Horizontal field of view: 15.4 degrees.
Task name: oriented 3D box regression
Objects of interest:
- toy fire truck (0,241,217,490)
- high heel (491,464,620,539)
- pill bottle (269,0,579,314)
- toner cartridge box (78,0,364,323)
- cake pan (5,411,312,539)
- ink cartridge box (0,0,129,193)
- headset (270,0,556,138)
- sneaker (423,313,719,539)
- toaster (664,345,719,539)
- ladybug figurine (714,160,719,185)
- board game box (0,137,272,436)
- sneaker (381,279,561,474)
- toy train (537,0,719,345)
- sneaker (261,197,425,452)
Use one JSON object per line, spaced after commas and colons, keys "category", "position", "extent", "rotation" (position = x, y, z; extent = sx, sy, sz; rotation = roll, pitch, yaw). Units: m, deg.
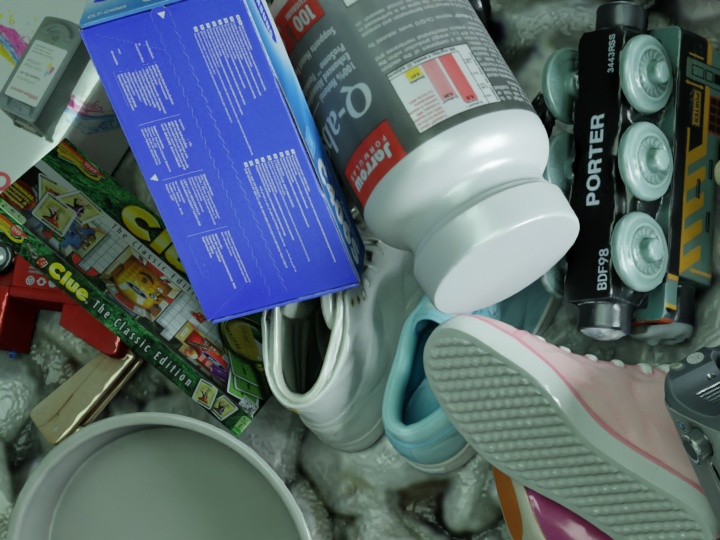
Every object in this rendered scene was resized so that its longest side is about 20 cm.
{"category": "toy fire truck", "position": [-0.165, 0.062, 1.665], "extent": [0.200, 0.049, 0.141], "rotation": [6, 79, 20]}
{"category": "high heel", "position": [0.146, 0.157, 1.540], "extent": [0.096, 0.067, 0.200], "rotation": [-18, 57, -13]}
{"category": "pill bottle", "position": [0.036, -0.084, 1.512], "extent": [0.116, 0.116, 0.200], "rotation": [-33, 67, 7]}
{"category": "toner cartridge box", "position": [-0.074, -0.072, 1.479], "extent": [0.095, 0.200, 0.043], "rotation": [-15, 30, 12]}
{"category": "cake pan", "position": [-0.115, 0.181, 1.591], "extent": [0.200, 0.037, 0.201], "rotation": [2, 97, 16]}
{"category": "ink cartridge box", "position": [-0.208, -0.135, 1.713], "extent": [0.147, 0.086, 0.200], "rotation": [30, 85, 22]}
{"category": "headset", "position": [0.036, -0.141, 1.620], "extent": [0.200, 0.094, 0.124], "rotation": [40, 77, 6]}
{"category": "sneaker", "position": [0.133, 0.079, 1.524], "extent": [0.200, 0.105, 0.075], "rotation": [36, 134, 2]}
{"category": "toaster", "position": [0.269, 0.085, 1.449], "extent": [0.200, 0.129, 0.114], "rotation": [-26, 22, -19]}
{"category": "ladybug figurine", "position": [0.304, -0.052, 1.529], "extent": [0.200, 0.072, 0.136], "rotation": [6, 77, 19]}
{"category": "board game box", "position": [-0.127, 0.008, 1.601], "extent": [0.200, 0.105, 0.023], "rotation": [40, 118, -2]}
{"category": "sneaker", "position": [0.070, 0.022, 1.581], "extent": [0.074, 0.082, 0.200], "rotation": [16, 81, 20]}
{"category": "toy train", "position": [0.164, -0.054, 1.554], "extent": [0.085, 0.114, 0.200], "rotation": [-8, 74, 44]}
{"category": "sneaker", "position": [0.000, 0.000, 1.592], "extent": [0.074, 0.116, 0.200], "rotation": [8, 76, 22]}
